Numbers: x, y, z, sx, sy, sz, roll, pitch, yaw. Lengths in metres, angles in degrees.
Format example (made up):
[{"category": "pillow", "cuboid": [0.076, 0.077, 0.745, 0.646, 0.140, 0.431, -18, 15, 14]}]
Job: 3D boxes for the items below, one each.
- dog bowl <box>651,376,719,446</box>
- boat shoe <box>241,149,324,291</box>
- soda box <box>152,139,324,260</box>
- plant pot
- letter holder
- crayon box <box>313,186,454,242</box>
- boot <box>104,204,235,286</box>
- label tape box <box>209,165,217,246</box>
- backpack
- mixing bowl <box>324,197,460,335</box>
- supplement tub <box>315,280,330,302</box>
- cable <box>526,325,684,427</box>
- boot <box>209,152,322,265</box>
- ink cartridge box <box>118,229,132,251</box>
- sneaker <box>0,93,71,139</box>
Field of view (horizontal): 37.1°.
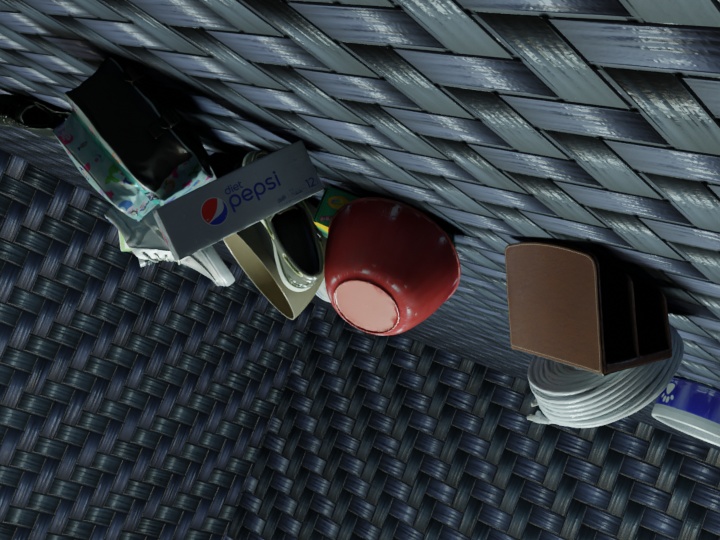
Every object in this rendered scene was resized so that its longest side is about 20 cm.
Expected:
[{"category": "dog bowl", "cuboid": [0.647, 0.269, 1.987, 0.198, 0.080, 0.200, 22, 174, 3]}, {"category": "boat shoe", "cuboid": [-0.101, -0.074, 1.447, 0.071, 0.204, 0.060, -19, 175, -27]}, {"category": "soda box", "cuboid": [-0.149, -0.085, 1.299, 0.069, 0.198, 0.063, 64, 167, -7]}, {"category": "plant pot", "cuboid": [-0.120, -0.042, 1.731, 0.201, 0.134, 0.201, 47, 167, 15]}, {"category": "letter holder", "cuboid": [0.266, 0.030, 1.286, 0.099, 0.145, 0.199, -10, -171, -22]}, {"category": "crayon box", "cuboid": [0.038, -0.050, 1.551, 0.197, 0.059, 0.119, 22, 174, 9]}, {"category": "boot", "cuboid": [-0.276, -0.033, 1.537, 0.200, 0.095, 0.074, 48, 170, -3]}, {"category": "label tape box", "cuboid": [-0.255, -0.127, 1.553, 0.144, 0.063, 0.200, 44, 169, 23]}, {"category": "backpack", "cuboid": [-0.276, -0.154, 1.348, 0.178, 0.150, 0.200, 48, -175, 7]}, {"category": "mixing bowl", "cuboid": [0.027, 0.014, 1.454, 0.197, 0.109, 0.202, 16, 138, 15]}, {"category": "supplement tub", "cuboid": [0.000, 0.000, 1.793, 0.131, 0.134, 0.199, 25, 173, -27]}, {"category": "cable", "cuboid": [0.311, 0.117, 1.373, 0.070, 0.200, 0.199, 54, 158, -17]}, {"category": "boot", "cuboid": [-0.146, -0.082, 1.595, 0.157, 0.079, 0.213, 8, 127, 56]}, {"category": "ink cartridge box", "cuboid": [-0.349, -0.140, 1.669, 0.058, 0.202, 0.105, -1, -142, -4]}, {"category": "sneaker", "cuboid": [-0.599, -0.282, 1.933, 0.197, 0.061, 0.104, 18, 175, 0]}]
